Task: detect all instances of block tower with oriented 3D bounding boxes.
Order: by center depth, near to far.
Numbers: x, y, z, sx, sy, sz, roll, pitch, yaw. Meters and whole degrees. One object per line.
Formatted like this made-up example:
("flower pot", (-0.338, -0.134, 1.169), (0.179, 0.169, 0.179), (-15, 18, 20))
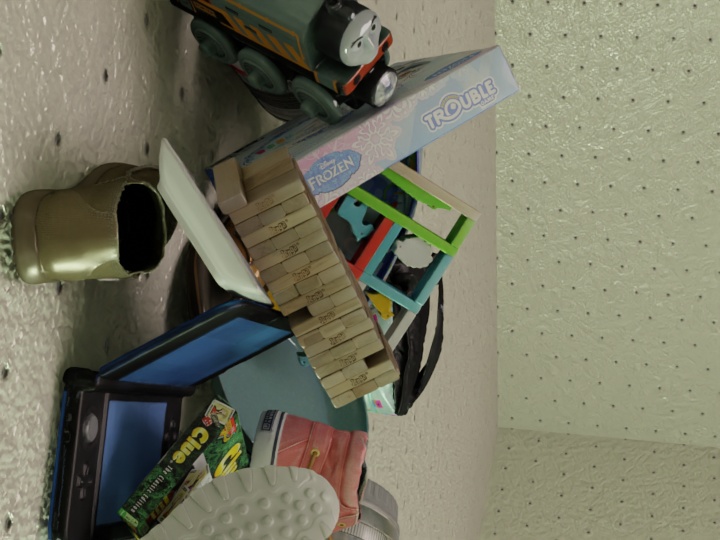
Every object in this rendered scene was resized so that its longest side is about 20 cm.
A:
("block tower", (-0.033, 0.008, 0.897), (0.200, 0.058, 0.054), (61, 5, -32))

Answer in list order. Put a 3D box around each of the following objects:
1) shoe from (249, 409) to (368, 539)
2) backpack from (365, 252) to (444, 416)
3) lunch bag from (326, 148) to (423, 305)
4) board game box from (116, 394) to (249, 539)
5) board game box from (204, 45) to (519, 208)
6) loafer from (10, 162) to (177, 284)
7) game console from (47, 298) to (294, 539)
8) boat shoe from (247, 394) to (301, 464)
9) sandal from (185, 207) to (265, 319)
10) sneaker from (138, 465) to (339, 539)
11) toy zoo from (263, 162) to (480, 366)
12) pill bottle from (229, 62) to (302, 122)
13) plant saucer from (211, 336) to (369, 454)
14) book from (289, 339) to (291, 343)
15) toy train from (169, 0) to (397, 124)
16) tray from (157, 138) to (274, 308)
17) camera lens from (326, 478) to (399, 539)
("shoe", (-0.046, 0.206, 1.047), (0.071, 0.091, 0.200), (-72, 172, -60))
("backpack", (0.023, 0.075, 1.560), (0.167, 0.126, 0.200), (-18, 113, -65))
("lunch bag", (-0.001, -0.075, 1.226), (0.200, 0.127, 0.170), (-58, -173, 15))
("board game box", (-0.123, 0.166, 0.947), (0.105, 0.023, 0.200), (-53, 167, -19))
("board game box", (-0.006, -0.109, 1.015), (0.043, 0.200, 0.199), (63, -16, -14))
("loafer", (-0.152, -0.026, 0.823), (0.200, 0.067, 0.076), (-46, 139, -72))
("game console", (-0.120, 0.109, 0.903), (0.200, 0.118, 0.171), (30, 65, -76))
("boat shoe", (-0.099, 0.178, 1.142), (0.084, 0.069, 0.200), (78, 20, -53))
("sandal", (-0.102, -0.005, 1.087), (0.200, 0.055, 0.082), (-67, 152, -56))
("sneaker", (-0.108, 0.194, 0.868), (0.076, 0.200, 0.081), (62, -14, 14))
("toy zoo", (0.000, 0.000, 1.137), (0.200, 0.131, 0.020), (-57, -161, 6))
("pill bottle", (-0.055, -0.192, 1.129), (0.200, 0.111, 0.111), (48, 47, -74))
("plant saucer", (-0.070, 0.105, 1.149), (0.200, 0.036, 0.200), (37, 38, -35))
("book", (-0.065, 0.052, 1.326), (0.200, 0.048, 0.134), (-33, 123, -76))
("toy train", (-0.062, -0.185, 0.934), (0.085, 0.200, 0.114), (-50, 154, -15))
("tray", (-0.096, -0.020, 0.837), (0.107, 0.022, 0.200), (56, -4, 3))
("camera lens", (-0.051, 0.300, 1.191), (0.160, 0.160, 0.200), (77, 21, -55))
